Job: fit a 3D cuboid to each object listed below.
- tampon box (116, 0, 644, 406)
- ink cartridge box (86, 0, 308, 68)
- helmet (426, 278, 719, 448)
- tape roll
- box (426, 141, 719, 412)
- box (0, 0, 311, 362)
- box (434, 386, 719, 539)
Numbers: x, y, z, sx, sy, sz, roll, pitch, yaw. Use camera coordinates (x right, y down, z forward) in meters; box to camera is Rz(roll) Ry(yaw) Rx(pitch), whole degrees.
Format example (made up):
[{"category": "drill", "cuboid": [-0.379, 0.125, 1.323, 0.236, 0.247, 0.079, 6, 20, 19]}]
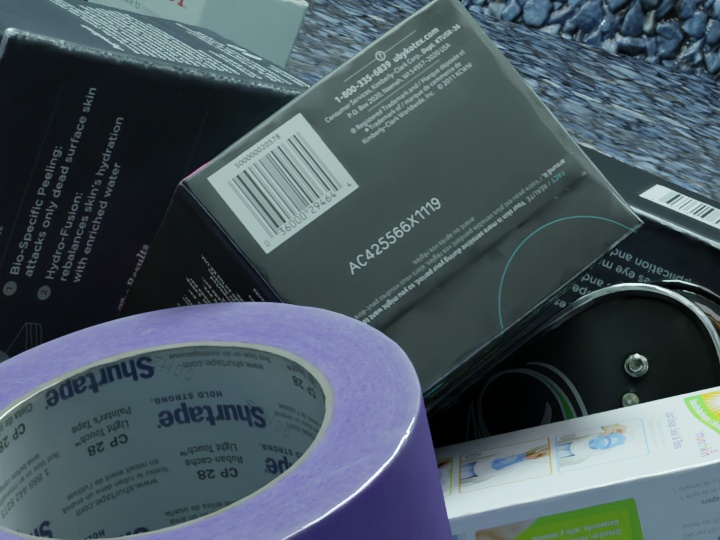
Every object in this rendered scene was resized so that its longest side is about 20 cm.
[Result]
[{"category": "tampon box", "cuboid": [0.000, 0.000, 1.119, 0.126, 0.150, 0.200, 51, -20, 5]}, {"category": "ink cartridge box", "cuboid": [-0.134, -0.107, 1.625, 0.083, 0.200, 0.146, 9, 17, -42]}, {"category": "helmet", "cuboid": [0.140, 0.105, 1.187, 0.191, 0.200, 0.200, 56, 20, 7]}, {"category": "tape roll", "cuboid": [-0.069, 0.095, 0.940, 0.200, 0.085, 0.200, -9, 26, 5]}, {"category": "box", "cuboid": [0.150, 0.061, 1.372, 0.197, 0.200, 0.117, 24, 14, 12]}, {"category": "box", "cuboid": [-0.145, -0.023, 1.233, 0.200, 0.197, 0.117, 9, 17, -43]}, {"category": "box", "cuboid": [0.101, 0.122, 1.046, 0.200, 0.113, 0.101, -13, 12, 6]}]
